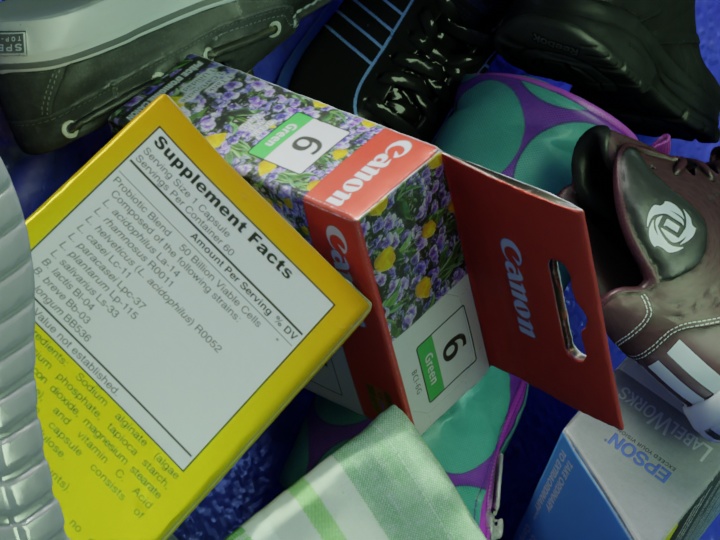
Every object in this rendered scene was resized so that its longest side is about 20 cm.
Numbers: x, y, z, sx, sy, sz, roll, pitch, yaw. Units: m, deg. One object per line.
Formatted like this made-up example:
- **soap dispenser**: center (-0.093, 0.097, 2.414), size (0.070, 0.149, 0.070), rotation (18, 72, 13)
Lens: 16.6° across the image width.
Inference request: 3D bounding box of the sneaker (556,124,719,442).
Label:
- **sneaker**: center (0.141, -0.039, 0.972), size (0.115, 0.076, 0.200), rotation (36, 51, -14)

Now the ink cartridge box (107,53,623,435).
- **ink cartridge box**: center (0.000, 0.000, 0.914), size (0.050, 0.200, 0.109), rotation (-40, 134, -29)

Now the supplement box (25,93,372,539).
- **supplement box**: center (-0.109, 0.053, 0.857), size (0.109, 0.109, 0.200), rotation (46, 57, -4)

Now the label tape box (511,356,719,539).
- **label tape box**: center (0.108, 0.099, 1.021), size (0.063, 0.144, 0.200), rotation (35, 55, 13)

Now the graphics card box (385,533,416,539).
- **graphics card box**: center (-0.025, 0.181, 0.901), size (0.200, 0.051, 0.126), rotation (-27, 98, -21)

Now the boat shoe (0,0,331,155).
- **boat shoe**: center (-0.068, -0.101, 0.994), size (0.200, 0.069, 0.057), rotation (-24, 114, -36)

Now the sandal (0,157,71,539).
- **sandal**: center (-0.138, 0.043, 0.751), size (0.082, 0.050, 0.203), rotation (-11, 90, -37)

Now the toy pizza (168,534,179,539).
- **toy pizza**: center (-0.122, 0.179, 0.908), size (0.200, 0.032, 0.201), rotation (8, 76, -34)

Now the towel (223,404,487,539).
- **towel**: center (-0.020, 0.167, 0.864), size (0.200, 0.023, 0.153), rotation (-37, 100, -21)

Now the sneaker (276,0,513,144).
- **sneaker**: center (0.023, -0.097, 1.046), size (0.070, 0.078, 0.201), rotation (34, 62, -26)

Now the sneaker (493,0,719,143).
- **sneaker**: center (0.122, -0.111, 1.077), size (0.200, 0.076, 0.091), rotation (29, 74, -69)

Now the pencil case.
- **pencil case**: center (0.046, 0.019, 1.003), size (0.092, 0.085, 0.201), rotation (23, 84, 10)
